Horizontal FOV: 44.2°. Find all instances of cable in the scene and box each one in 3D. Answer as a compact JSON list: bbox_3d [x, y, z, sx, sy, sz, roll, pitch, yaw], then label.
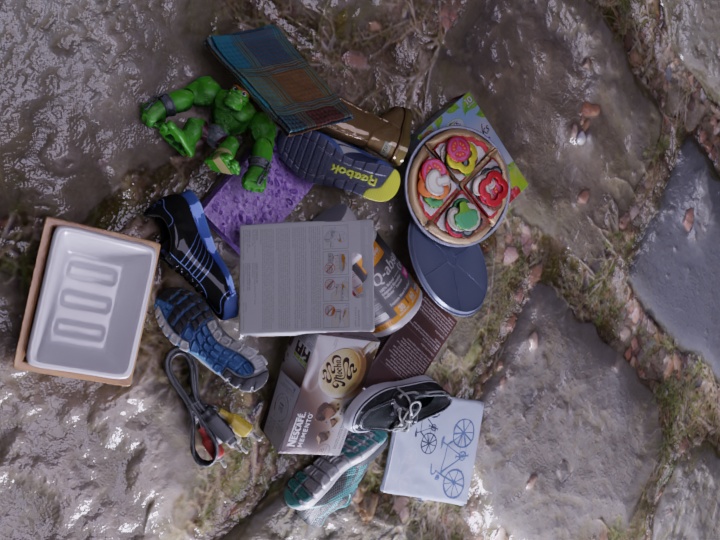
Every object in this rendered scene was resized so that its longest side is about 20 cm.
[{"bbox_3d":[-0.239,0.208,1.313,0.097,0.050,0.200,-38,99,-9],"label":"cable"}]

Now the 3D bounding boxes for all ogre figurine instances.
[{"bbox_3d":[-0.203,-0.208,1.275,0.120,0.199,0.098,-60,163,-28],"label":"ogre figurine"}]

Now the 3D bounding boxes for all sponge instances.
[{"bbox_3d":[-0.147,-0.125,1.351,0.112,0.030,0.200,47,68,-26],"label":"sponge"}]

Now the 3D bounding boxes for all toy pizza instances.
[{"bbox_3d":[0.144,-0.015,1.511,0.200,0.032,0.201,24,54,-37],"label":"toy pizza"},{"bbox_3d":[0.167,-0.140,1.470,0.199,0.032,0.201,-1,92,-23],"label":"toy pizza"}]

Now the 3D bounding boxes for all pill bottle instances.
[{"bbox_3d":[0.000,0.000,1.399,0.116,0.116,0.200,-48,115,-21],"label":"pill bottle"}]

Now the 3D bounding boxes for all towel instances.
[{"bbox_3d":[-0.116,-0.280,1.289,0.146,0.022,0.200,-26,68,-45],"label":"towel"}]

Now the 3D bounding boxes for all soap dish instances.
[{"bbox_3d":[-0.368,0.043,1.189,0.157,0.081,0.201,14,85,-32],"label":"soap dish"}]

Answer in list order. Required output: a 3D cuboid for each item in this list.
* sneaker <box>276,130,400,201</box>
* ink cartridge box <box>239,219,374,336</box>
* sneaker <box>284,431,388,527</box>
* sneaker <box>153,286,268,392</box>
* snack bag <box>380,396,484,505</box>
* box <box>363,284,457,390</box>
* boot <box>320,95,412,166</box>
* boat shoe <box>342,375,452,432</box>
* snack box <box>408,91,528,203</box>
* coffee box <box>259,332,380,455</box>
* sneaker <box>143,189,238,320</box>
[{"bbox_3d":[-0.038,-0.166,1.368,0.199,0.082,0.074,23,107,-15],"label":"sneaker"},{"bbox_3d":[-0.075,0.011,1.270,0.199,0.050,0.163,-2,83,10],"label":"ink cartridge box"},{"bbox_3d":[-0.032,0.332,1.428,0.200,0.077,0.091,-35,125,-23],"label":"sneaker"},{"bbox_3d":[-0.222,0.107,1.292,0.200,0.087,0.075,44,74,-1],"label":"sneaker"},{"bbox_3d":[0.124,0.308,1.544,0.199,0.021,0.189,15,83,-32],"label":"snack bag"},{"bbox_3d":[0.063,0.132,1.470,0.100,0.075,0.200,45,67,-26],"label":"box"},{"bbox_3d":[-0.018,-0.251,1.394,0.199,0.175,0.066,23,114,-10],"label":"boot"},{"bbox_3d":[0.063,0.217,1.376,0.199,0.068,0.074,-4,115,-44],"label":"boat shoe"},{"bbox_3d":[0.185,-0.184,1.537,0.142,0.053,0.200,-43,106,-25],"label":"snack box"},{"bbox_3d":[-0.063,0.175,1.349,0.113,0.080,0.201,11,107,-33],"label":"coffee box"},{"bbox_3d":[-0.244,-0.012,1.277,0.078,0.070,0.201,-25,99,-25],"label":"sneaker"}]
